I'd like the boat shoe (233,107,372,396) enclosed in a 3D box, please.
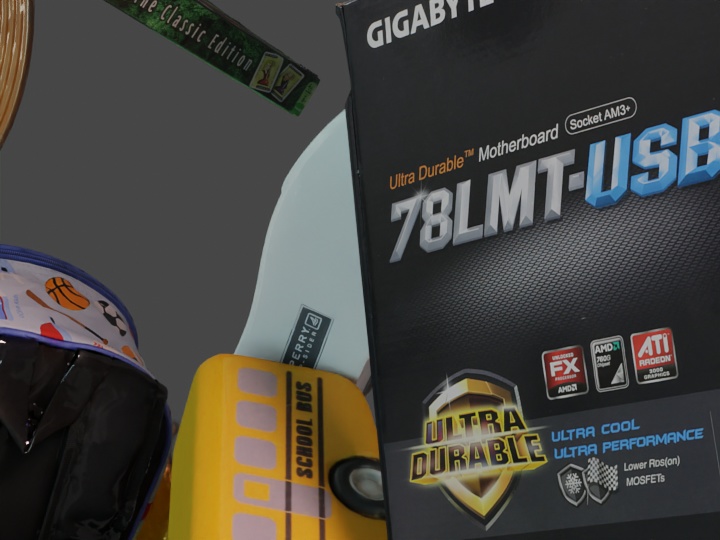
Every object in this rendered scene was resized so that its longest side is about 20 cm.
[{"bbox_3d":[0.000,0.000,0.829,0.071,0.068,0.201,26,124,4],"label":"boat shoe"}]

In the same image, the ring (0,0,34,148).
[{"bbox_3d":[-0.220,-0.131,1.072,0.200,0.019,0.202,5,98,44],"label":"ring"}]

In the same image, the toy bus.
[{"bbox_3d":[-0.027,0.118,0.745,0.200,0.078,0.065,-93,19,-54],"label":"toy bus"}]

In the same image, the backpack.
[{"bbox_3d":[-0.176,0.080,0.941,0.191,0.199,0.154,-55,42,27],"label":"backpack"}]

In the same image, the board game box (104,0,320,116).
[{"bbox_3d":[-0.106,-0.124,0.838,0.105,0.200,0.024,35,94,36],"label":"board game box"}]

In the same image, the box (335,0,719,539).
[{"bbox_3d":[0.079,-0.010,0.659,0.199,0.050,0.200,-13,81,48],"label":"box"}]
